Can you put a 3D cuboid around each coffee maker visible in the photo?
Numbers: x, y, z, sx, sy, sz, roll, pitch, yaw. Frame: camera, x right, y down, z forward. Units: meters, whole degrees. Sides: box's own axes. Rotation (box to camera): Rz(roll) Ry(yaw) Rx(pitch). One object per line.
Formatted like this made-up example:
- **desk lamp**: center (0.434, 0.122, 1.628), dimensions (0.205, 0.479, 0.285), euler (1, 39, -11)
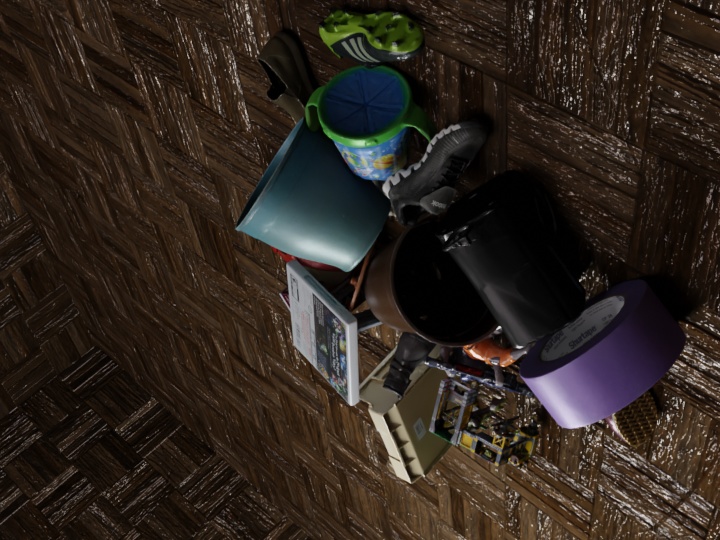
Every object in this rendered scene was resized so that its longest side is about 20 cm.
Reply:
- **coffee maker**: center (0.194, 0.000, 1.306), dimensions (0.134, 0.192, 0.200), euler (-23, 108, 47)

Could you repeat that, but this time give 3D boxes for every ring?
- **ring**: center (0.000, 0.000, 1.635), dimensions (0.019, 0.201, 0.201), euler (18, 151, 1)

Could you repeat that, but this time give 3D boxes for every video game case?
- **video game case**: center (-0.062, 0.105, 1.653), dimensions (0.182, 0.023, 0.201), euler (43, 148, 38)

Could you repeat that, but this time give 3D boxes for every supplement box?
- **supplement box**: center (-0.061, 0.038, 1.880), dimensions (0.061, 0.109, 0.200), euler (58, 155, -17)

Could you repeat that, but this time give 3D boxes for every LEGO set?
- **LEGO set**: center (0.219, 0.241, 1.684), dimensions (0.200, 0.153, 0.117), euler (29, 114, 43)

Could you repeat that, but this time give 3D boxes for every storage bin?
- **storage bin**: center (0.102, 0.250, 1.802), dimensions (0.093, 0.198, 0.201), euler (18, 141, 42)

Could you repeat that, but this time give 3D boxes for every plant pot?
- **plant pot**: center (-0.062, -0.102, 1.513), dimensions (0.187, 0.201, 0.200), euler (31, 158, -12)
- **plant pot**: center (0.103, 0.015, 1.498), dimensions (0.201, 0.200, 0.198), euler (53, 162, -8)

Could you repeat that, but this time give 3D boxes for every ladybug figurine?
- **ladybug figurine**: center (-0.062, -0.067, 1.650), dimensions (0.135, 0.072, 0.201), euler (17, 107, 30)

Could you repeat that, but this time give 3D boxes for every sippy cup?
- **sippy cup**: center (0.017, -0.202, 1.405), dimensions (0.178, 0.139, 0.131), euler (53, 171, 31)

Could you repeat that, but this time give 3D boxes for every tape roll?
- **tape roll**: center (0.307, 0.105, 1.255), dimensions (0.085, 0.200, 0.200), euler (51, 155, -4)

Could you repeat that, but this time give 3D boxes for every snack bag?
- **snack bag**: center (0.005, 0.092, 1.758), dimensions (0.200, 0.188, 0.022), euler (-9, 97, 64)

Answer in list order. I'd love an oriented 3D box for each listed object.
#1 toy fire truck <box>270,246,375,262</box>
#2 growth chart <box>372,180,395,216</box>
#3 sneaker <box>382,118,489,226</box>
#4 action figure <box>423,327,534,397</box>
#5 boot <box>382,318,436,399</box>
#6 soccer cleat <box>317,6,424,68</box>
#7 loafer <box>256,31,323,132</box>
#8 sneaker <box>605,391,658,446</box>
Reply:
- **toy fire truck**: center (-0.085, -0.067, 1.789), dimensions (0.200, 0.128, 0.176), euler (55, 157, 13)
- **growth chart**: center (0.003, -0.172, 1.589), dimensions (0.144, 0.018, 0.201), euler (30, 149, 37)
- **sneaker**: center (0.109, -0.125, 1.341), dimensions (0.200, 0.066, 0.091), euler (-38, 52, 41)
- **action figure**: center (0.218, 0.134, 1.606), dimensions (0.199, 0.105, 0.193), euler (19, 162, -14)
- **boot**: center (0.083, 0.149, 1.689), dimensions (0.069, 0.132, 0.200), euler (25, -176, 15)
- **soccer cleat**: center (0.023, -0.308, 1.325), dimensions (0.200, 0.068, 0.081), euler (25, 162, 46)
- **loafer**: center (-0.110, -0.278, 1.561), dimensions (0.076, 0.067, 0.201), euler (25, 143, 57)
- **sneaker**: center (0.357, 0.164, 1.424), dimensions (0.201, 0.075, 0.090), euler (57, 171, -17)
